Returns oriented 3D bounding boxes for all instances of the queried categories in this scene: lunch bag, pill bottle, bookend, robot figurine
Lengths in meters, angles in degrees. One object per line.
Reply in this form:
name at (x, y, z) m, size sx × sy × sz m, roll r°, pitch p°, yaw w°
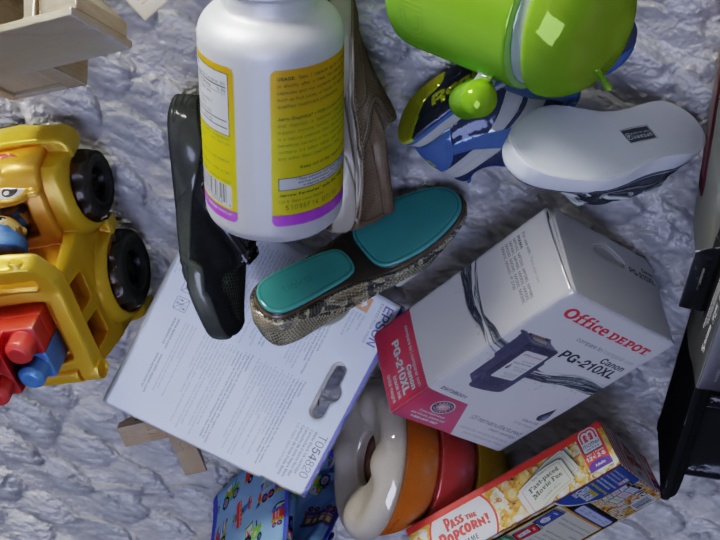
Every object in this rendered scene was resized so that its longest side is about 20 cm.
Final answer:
lunch bag at (-0.088, 0.270, 1.258) m, size 0.094 × 0.201 × 0.151 m, roll 33°, pitch 126°, yaw -14°
pill bottle at (-0.062, -0.129, 0.940) m, size 0.103 × 0.105 × 0.202 m, roll 6°, pitch 123°, yaw 6°
bookend at (0.366, 0.107, 1.117) m, size 0.196 × 0.093 × 0.202 m, roll 9°, pitch 129°, yaw 4°
robot figurine at (0.098, -0.190, 0.901) m, size 0.199 × 0.115 × 0.177 m, roll 26°, pitch 92°, yaw 26°

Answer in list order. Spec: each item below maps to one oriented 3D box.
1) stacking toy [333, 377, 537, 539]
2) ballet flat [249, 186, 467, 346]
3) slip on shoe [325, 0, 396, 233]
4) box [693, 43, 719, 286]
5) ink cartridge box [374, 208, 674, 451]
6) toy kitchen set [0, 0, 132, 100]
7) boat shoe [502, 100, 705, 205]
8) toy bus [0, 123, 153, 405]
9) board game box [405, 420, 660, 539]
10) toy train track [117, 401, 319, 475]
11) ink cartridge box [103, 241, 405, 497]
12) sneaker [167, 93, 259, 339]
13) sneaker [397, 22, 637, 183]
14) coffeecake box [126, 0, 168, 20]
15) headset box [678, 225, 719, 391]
stacking toy at (0.084, 0.184, 1.230) m, size 0.198 × 0.147 × 0.147 m, roll 11°, pitch 130°, yaw -20°
ballet flat at (0.000, 0.000, 1.096) m, size 0.199 × 0.068 × 0.076 m, roll -30°, pitch 148°, yaw -12°
slip on shoe at (-0.004, -0.125, 1.025) m, size 0.060 × 0.076 × 0.202 m, roll -9°, pitch 116°, yaw -14°
box at (0.320, -0.084, 0.971) m, size 0.126 × 0.109 × 0.202 m, roll 3°, pitch 128°, yaw 6°
ink cartridge box at (0.134, 0.055, 1.099) m, size 0.144 × 0.085 × 0.199 m, roll 23°, pitch 132°, yaw -40°
toy kitchen set at (-0.256, -0.246, 0.975) m, size 0.162 × 0.183 × 0.200 m, roll -6°, pitch 166°, yaw 26°
boat shoe at (0.170, -0.079, 0.977) m, size 0.072 × 0.199 × 0.068 m, roll 55°, pitch 135°, yaw 22°
toy bus at (-0.277, 0.008, 1.104) m, size 0.134 × 0.193 × 0.201 m, roll -6°, pitch 124°, yaw 17°
board game box at (0.160, 0.218, 1.196) m, size 0.199 × 0.047 × 0.151 m, roll -32°, pitch 149°, yaw 13°
toy train track at (-0.135, 0.132, 1.274) m, size 0.198 × 0.033 × 0.116 m, roll -13°, pitch 116°, yaw 12°
ink cartridge box at (-0.092, 0.068, 1.157) m, size 0.199 × 0.041 × 0.201 m, roll 28°, pitch 99°, yaw -8°
sneaker at (-0.090, -0.044, 1.073) m, size 0.113 × 0.076 × 0.202 m, roll -3°, pitch 97°, yaw 5°
sneaker at (0.126, -0.131, 1.001) m, size 0.199 × 0.074 × 0.082 m, roll -25°, pitch 125°, yaw 32°
coffeecake box at (-0.159, -0.302, 0.921) m, size 0.153 × 0.073 × 0.200 m, roll -31°, pitch 116°, yaw 29°
headset box at (0.325, 0.017, 0.930) m, size 0.198 × 0.075 × 0.150 m, roll 9°, pitch 128°, yaw 1°
